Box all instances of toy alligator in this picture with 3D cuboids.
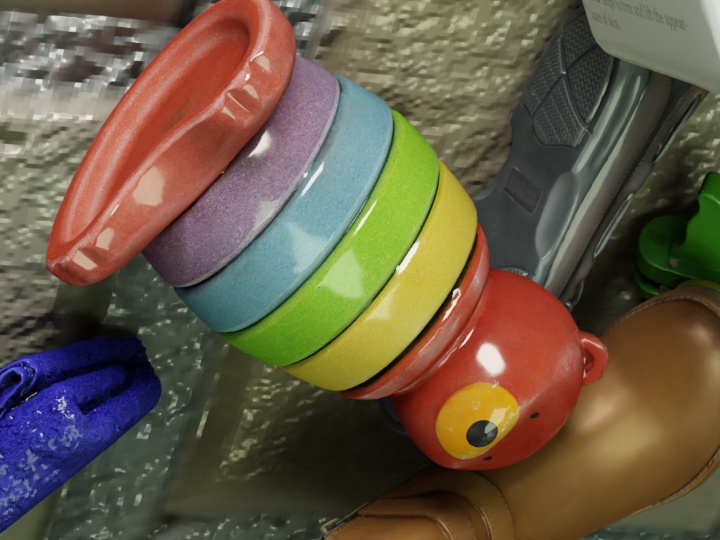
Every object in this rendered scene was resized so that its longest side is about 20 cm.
[{"bbox_3d":[0.153,0.033,1.259,0.054,0.059,0.200,5,139,28],"label":"toy alligator"}]

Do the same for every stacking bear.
[{"bbox_3d":[0.000,0.000,1.094,0.200,0.114,0.121,39,110,-19],"label":"stacking bear"}]

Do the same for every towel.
[{"bbox_3d":[-0.171,0.096,1.133,0.200,0.148,0.050,-38,92,9],"label":"towel"}]

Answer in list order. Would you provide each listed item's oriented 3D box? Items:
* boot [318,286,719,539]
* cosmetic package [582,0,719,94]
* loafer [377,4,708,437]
[{"bbox_3d":[0.058,0.085,1.186,0.200,0.077,0.155,-35,170,38],"label":"boot"},{"bbox_3d":[0.143,-0.183,0.971,0.164,0.165,0.201,-20,102,-7],"label":"cosmetic package"},{"bbox_3d":[0.077,-0.012,1.183,0.063,0.072,0.200,13,116,-34],"label":"loafer"}]
